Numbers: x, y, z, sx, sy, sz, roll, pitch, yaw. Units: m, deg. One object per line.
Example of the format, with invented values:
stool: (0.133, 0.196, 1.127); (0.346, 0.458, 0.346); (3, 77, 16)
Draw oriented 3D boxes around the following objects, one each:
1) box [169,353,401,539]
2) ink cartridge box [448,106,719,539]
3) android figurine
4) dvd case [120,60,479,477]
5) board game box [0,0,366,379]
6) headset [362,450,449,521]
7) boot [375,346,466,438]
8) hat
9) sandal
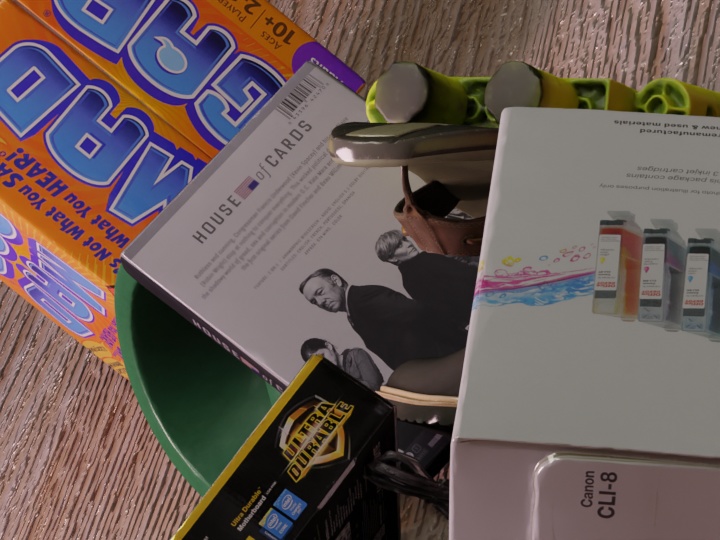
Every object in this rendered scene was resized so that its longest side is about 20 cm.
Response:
box: (-0.045, 0.143, 1.209); (0.160, 0.049, 0.200); (-51, -16, -17)
ink cartridge box: (0.113, 0.055, 1.014); (0.144, 0.146, 0.200); (5, 41, 7)
android figurine: (0.098, -0.071, 1.307); (0.182, 0.200, 0.041); (3, 85, 35)
dvd case: (0.000, 0.000, 1.353); (0.150, 0.200, 0.025); (-47, -22, -17)
board game box: (-0.149, -0.082, 1.656); (0.200, 0.200, 0.200); (-52, 2, -15)
headset: (-0.005, 0.180, 1.153); (0.200, 0.094, 0.123); (-59, 23, -3)
boot: (0.093, 0.011, 1.228); (0.200, 0.077, 0.139); (-3, 77, 44)
hat: (-0.025, 0.026, 1.480); (0.176, 0.166, 0.200); (-22, 51, -31)
sandal: (0.055, -0.031, 1.247); (0.080, 0.201, 0.057); (3, 80, 30)
